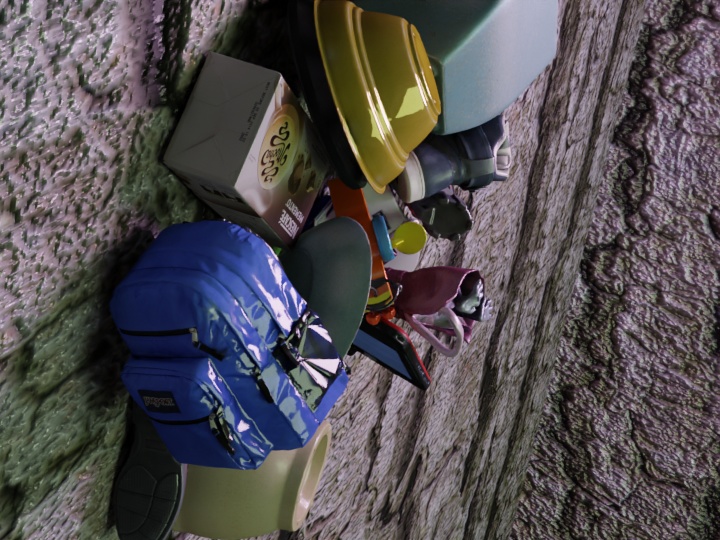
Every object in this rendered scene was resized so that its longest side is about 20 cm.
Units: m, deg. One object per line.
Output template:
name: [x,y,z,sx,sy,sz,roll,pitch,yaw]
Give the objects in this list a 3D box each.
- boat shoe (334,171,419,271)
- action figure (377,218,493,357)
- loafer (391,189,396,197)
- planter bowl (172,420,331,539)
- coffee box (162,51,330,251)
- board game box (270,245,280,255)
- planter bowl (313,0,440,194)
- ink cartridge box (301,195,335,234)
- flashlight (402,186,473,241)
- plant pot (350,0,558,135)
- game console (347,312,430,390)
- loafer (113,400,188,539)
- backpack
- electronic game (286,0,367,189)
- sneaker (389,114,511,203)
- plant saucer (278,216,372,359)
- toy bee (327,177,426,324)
boat shoe: [0.013,-0.061,1.606,0.071,0.066,0.201,-30,140,1]
action figure: [0.042,0.033,1.552,0.150,0.198,0.135,-62,156,-45]
loafer: [0.017,-0.030,1.696,0.068,0.069,0.203,145,-50,-82]
planter bowl: [-0.110,0.199,1.485,0.200,0.133,0.203,18,90,-80]
coffee box: [-0.102,-0.107,1.327,0.200,0.079,0.114,53,58,-69]
board game box: [-0.106,-0.037,1.477,0.201,0.030,0.096,-62,161,-19]
planter bowl: [0.027,-0.183,1.363,0.200,0.083,0.203,-18,90,-79]
ink cartridge box: [-0.053,-0.011,1.645,0.100,0.039,0.202,-51,155,-48]
flashlight: [0.093,-0.077,1.662,0.067,0.068,0.200,-35,-164,1]
plant pot: [0.087,-0.265,1.521,0.201,0.194,0.197,-55,156,-29]
game console: [-0.029,0.106,1.585,0.119,0.171,0.200,-56,160,-11]
loafer: [-0.192,0.178,1.372,0.063,0.071,0.203,-35,138,-68]
backpack: [-0.126,0.065,1.245,0.168,0.161,0.201,-54,128,-43]
electronic game: [-0.030,-0.178,1.395,0.200,0.041,0.202,-18,90,-79]
sneaker: [0.093,-0.142,1.603,0.203,0.144,0.078,-123,-161,-61]
plant saucer: [-0.063,0.034,1.393,0.038,0.200,0.203,24,83,-29]
toy bee: [0.000,0.000,1.464,0.109,0.129,0.202,73,22,-45]
